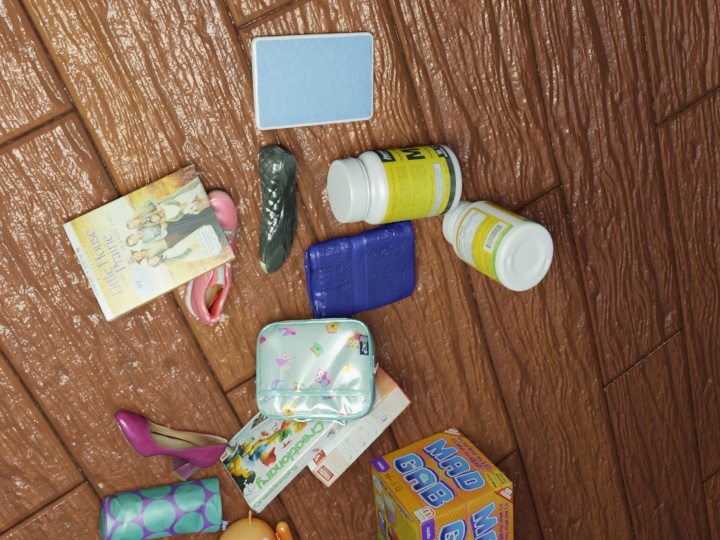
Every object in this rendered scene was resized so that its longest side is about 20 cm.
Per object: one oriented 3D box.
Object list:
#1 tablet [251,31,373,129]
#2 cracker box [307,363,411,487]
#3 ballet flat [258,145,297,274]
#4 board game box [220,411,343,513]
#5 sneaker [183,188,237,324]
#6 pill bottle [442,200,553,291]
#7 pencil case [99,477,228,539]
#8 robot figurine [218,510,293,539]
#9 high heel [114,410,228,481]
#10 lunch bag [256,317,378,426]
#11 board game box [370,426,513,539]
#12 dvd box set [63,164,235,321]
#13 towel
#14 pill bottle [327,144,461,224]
[{"bbox_3d":[-0.068,-0.287,1.136,0.195,0.014,0.134,-10,113,-24],"label":"tablet"},{"bbox_3d":[-0.025,0.248,1.284,0.200,0.134,0.058,-45,123,-6],"label":"cracker box"},{"bbox_3d":[-0.133,-0.093,1.162,0.066,0.056,0.205,-21,126,-50],"label":"ballet flat"},{"bbox_3d":[-0.132,0.280,1.243,0.200,0.126,0.035,-44,139,-7],"label":"board game box"},{"bbox_3d":[-0.211,-0.015,1.116,0.072,0.087,0.206,2,107,-29],"label":"sneaker"},{"bbox_3d":[0.223,-0.052,1.267,0.108,0.200,0.114,-10,114,-23],"label":"pill bottle"},{"bbox_3d":[-0.318,0.395,1.212,0.195,0.085,0.095,-1,109,-27],"label":"pencil case"},{"bbox_3d":[-0.185,0.518,1.310,0.140,0.117,0.204,-16,118,6],"label":"robot figurine"},{"bbox_3d":[-0.296,0.254,1.182,0.095,0.068,0.201,-37,136,0],"label":"high heel"},{"bbox_3d":[-0.067,0.163,1.190,0.194,0.077,0.165,-2,73,5],"label":"lunch bag"},{"bbox_3d":[0.153,0.462,1.419,0.195,0.200,0.205,-16,116,-21],"label":"board game box"},{"bbox_3d":[-0.293,-0.040,1.054,0.196,0.029,0.149,-26,90,-12],"label":"dvd box set"},{"bbox_3d":[0.000,0.000,1.262,0.195,0.050,0.151,-16,122,-23],"label":"towel"},{"bbox_3d":[0.053,-0.136,1.197,0.195,0.114,0.118,-9,113,-25],"label":"pill bottle"}]
